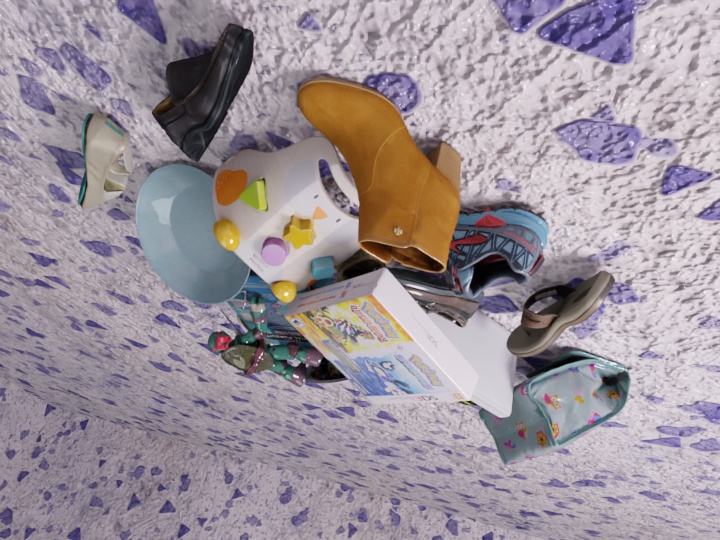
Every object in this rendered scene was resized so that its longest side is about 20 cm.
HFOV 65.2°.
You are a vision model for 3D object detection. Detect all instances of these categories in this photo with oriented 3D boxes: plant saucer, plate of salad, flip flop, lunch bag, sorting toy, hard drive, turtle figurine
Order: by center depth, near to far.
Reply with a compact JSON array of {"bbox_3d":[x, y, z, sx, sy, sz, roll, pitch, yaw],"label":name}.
[{"bbox_3d":[-0.063,-0.068,0.668,0.178,0.108,0.200,-29,118,33],"label":"sorting toy"},{"bbox_3d":[0.251,0.051,0.743,0.057,0.082,0.201,35,149,2],"label":"flip flop"},{"bbox_3d":[-0.227,-0.052,0.792,0.197,0.039,0.205,10,116,21],"label":"plant saucer"},{"bbox_3d":[0.157,0.116,0.836,0.198,0.134,0.026,33,146,-26],"label":"hard drive"},{"bbox_3d":[-0.164,0.116,0.879,0.197,0.102,0.149,24,147,-20],"label":"turtle figurine"},{"bbox_3d":[0.320,0.215,0.917,0.197,0.124,0.171,-19,161,-25],"label":"lunch bag"},{"bbox_3d":[-0.008,0.139,0.958,0.197,0.199,0.049,-9,101,38],"label":"plate of salad"}]

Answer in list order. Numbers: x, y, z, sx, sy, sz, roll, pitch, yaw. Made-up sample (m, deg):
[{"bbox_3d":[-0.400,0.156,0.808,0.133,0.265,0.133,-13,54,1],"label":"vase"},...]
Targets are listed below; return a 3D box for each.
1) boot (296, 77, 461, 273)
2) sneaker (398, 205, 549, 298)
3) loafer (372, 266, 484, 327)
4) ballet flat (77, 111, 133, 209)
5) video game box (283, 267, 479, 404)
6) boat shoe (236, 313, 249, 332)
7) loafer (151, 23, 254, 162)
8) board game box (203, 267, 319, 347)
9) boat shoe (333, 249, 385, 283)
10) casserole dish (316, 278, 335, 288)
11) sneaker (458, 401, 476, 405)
[{"bbox_3d":[0.012,-0.090,0.551,0.198,0.146,0.071,24,150,-12],"label":"boot"},{"bbox_3d":[0.118,-0.017,0.668,0.197,0.097,0.079,-7,144,38],"label":"sneaker"},{"bbox_3d":[0.090,0.041,0.740,0.197,0.064,0.071,10,-168,-40],"label":"loafer"},{"bbox_3d":[-0.343,-0.133,0.759,0.069,0.071,0.200,26,150,-16],"label":"ballet flat"},{"bbox_3d":[0.024,0.095,0.720,0.180,0.047,0.200,-19,122,45],"label":"video game box"},{"bbox_3d":[-0.140,0.111,1.057,0.059,0.073,0.199,-19,138,39],"label":"boat shoe"},{"bbox_3d":[-0.165,-0.182,0.570,0.072,0.074,0.199,32,147,-17],"label":"loafer"},{"bbox_3d":[-0.132,0.049,0.892,0.148,0.048,0.201,2,144,23],"label":"board game box"},{"bbox_3d":[0.000,0.000,0.795,0.072,0.064,0.201,18,151,-2],"label":"boat shoe"},{"bbox_3d":[-0.105,0.048,0.960,0.196,0.039,0.122,10,150,11],"label":"casserole dish"},{"bbox_3d":[0.151,0.144,0.953,0.074,0.077,0.201,-5,132,39],"label":"sneaker"}]
